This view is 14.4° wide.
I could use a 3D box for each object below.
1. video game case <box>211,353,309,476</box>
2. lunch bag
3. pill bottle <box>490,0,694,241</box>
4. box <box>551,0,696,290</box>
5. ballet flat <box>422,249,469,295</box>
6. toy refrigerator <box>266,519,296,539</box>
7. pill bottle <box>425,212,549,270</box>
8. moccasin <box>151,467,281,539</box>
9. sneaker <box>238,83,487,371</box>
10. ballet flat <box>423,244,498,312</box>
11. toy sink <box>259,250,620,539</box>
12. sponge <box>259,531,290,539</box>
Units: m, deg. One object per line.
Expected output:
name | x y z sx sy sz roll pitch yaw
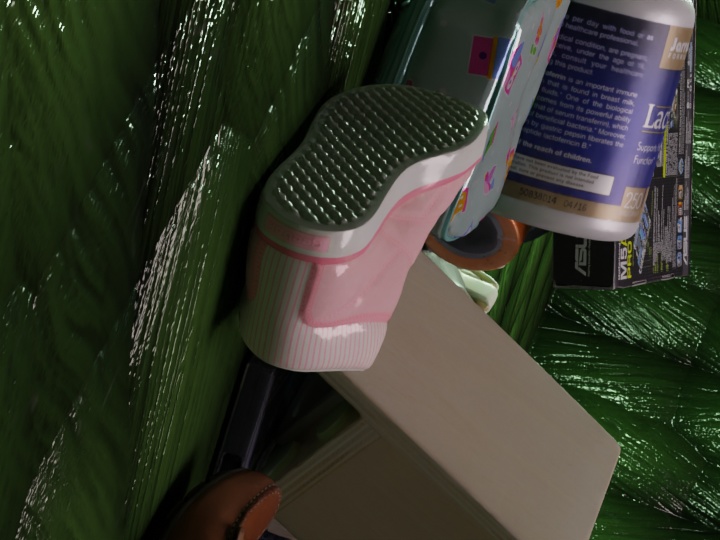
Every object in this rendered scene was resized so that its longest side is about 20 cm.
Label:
video game case | -0.062 0.112 1.558 0.143 0.019 0.200 -55 164 -66
lunch bag | 0.057 -0.108 1.600 0.200 0.077 0.160 -43 151 -76
pill bottle | 0.137 -0.127 1.730 0.116 0.116 0.200 -39 144 -77
box | 0.175 -0.091 1.866 0.160 0.044 0.200 -9 101 -65
ballet flat | 0.065 0.042 1.945 0.067 0.064 0.200 -54 154 -7
toy refrigerator | 0.005 0.082 1.708 0.200 0.070 0.076 -68 175 -59
pill bottle | 0.100 -0.089 1.883 0.106 0.106 0.200 103 10 -47
moccasin | -0.075 0.167 1.351 0.201 0.078 0.074 -59 168 -58
sneaker | -0.003 -0.018 1.386 0.200 0.075 0.105 -45 151 -57
ballet flat | 0.067 -0.008 2.009 0.200 0.071 0.069 105 4 -45
toy sink | 0.022 0.092 1.528 0.112 0.200 0.130 -38 -165 34
sponge | 0.001 0.133 1.758 0.030 0.112 0.200 66 28 -24
